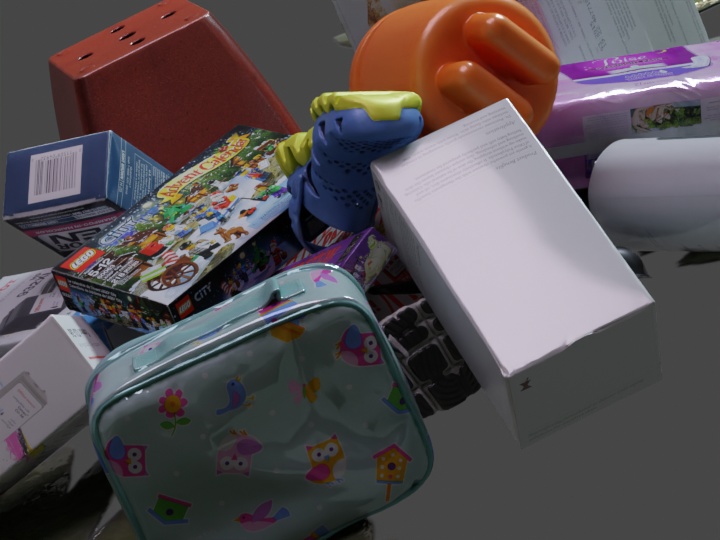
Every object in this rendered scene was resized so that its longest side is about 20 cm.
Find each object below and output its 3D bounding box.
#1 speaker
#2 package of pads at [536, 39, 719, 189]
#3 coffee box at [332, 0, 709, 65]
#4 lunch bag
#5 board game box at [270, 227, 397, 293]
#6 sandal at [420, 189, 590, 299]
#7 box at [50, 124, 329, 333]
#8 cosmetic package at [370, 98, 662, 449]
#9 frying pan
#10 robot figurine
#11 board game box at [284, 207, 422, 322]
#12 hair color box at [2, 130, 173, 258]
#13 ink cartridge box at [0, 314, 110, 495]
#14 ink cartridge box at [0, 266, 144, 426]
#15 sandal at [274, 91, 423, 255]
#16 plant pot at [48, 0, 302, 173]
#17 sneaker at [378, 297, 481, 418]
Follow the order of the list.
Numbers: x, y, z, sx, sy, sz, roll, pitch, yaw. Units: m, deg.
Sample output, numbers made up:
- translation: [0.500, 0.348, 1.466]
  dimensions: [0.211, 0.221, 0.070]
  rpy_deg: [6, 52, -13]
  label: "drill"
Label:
- translation: [0.248, -0.051, 1.656]
  dimensions: [0.081, 0.082, 0.199]
  rpy_deg: [-37, 23, -33]
  label: "speaker"
- translation: [0.195, -0.113, 1.810]
  dimensions: [0.199, 0.076, 0.121]
  rpy_deg: [-10, 21, -12]
  label: "package of pads"
- translation: [0.130, -0.198, 1.988]
  dimensions: [0.197, 0.201, 0.200]
  rpy_deg: [-7, 26, 41]
  label: "coffee box"
- translation: [-0.062, 0.090, 1.520]
  dimensions: [0.199, 0.161, 0.077]
  rpy_deg: [-24, 20, 0]
  label: "lunch bag"
- translation: [-0.055, 0.039, 1.668]
  dimensions: [0.120, 0.032, 0.200]
  rpy_deg: [-49, 10, -24]
  label: "board game box"
- translation: [0.095, -0.025, 1.797]
  dimensions: [0.199, 0.055, 0.082]
  rpy_deg: [-26, 19, -3]
  label: "sandal"
- translation: [-0.107, -0.029, 1.782]
  dimensions: [0.136, 0.038, 0.200]
  rpy_deg: [15, 45, 44]
  label: "box"
- translation: [0.097, -0.001, 1.555]
  dimensions: [0.107, 0.085, 0.200]
  rpy_deg: [-24, 52, -8]
  label: "cosmetic package"
- translation: [0.102, 0.000, 1.666]
  dimensions: [0.189, 0.031, 0.115]
  rpy_deg: [-1, 0, 4]
  label: "frying pan"
- translation: [0.064, -0.134, 1.725]
  dimensions: [0.116, 0.145, 0.200]
  rpy_deg: [-7, 3, -23]
  label: "robot figurine"
- translation: [0.000, 0.000, 1.776]
  dimensions: [0.151, 0.046, 0.200]
  rpy_deg: [-43, 12, 20]
  label: "board game box"
- translation: [-0.186, -0.039, 1.958]
  dimensions: [0.099, 0.200, 0.061]
  rpy_deg: [-10, 67, 26]
  label: "hair color box"
- translation: [-0.229, 0.093, 1.722]
  dimensions: [0.200, 0.068, 0.116]
  rpy_deg: [-39, -3, 2]
  label: "ink cartridge box"
- translation: [-0.224, 0.056, 1.908]
  dimensions: [0.199, 0.084, 0.145]
  rpy_deg: [-11, 23, 33]
  label: "ink cartridge box"
- translation: [-0.005, -0.065, 1.657]
  dimensions: [0.079, 0.088, 0.200]
  rpy_deg: [0, -14, -12]
  label: "sandal"
- translation: [-0.174, -0.132, 2.202]
  dimensions: [0.199, 0.177, 0.200]
  rpy_deg: [-28, 20, -10]
  label: "plant pot"
- translation: [0.002, 0.068, 1.639]
  dimensions: [0.199, 0.077, 0.085]
  rpy_deg: [-26, 14, -8]
  label: "sneaker"
